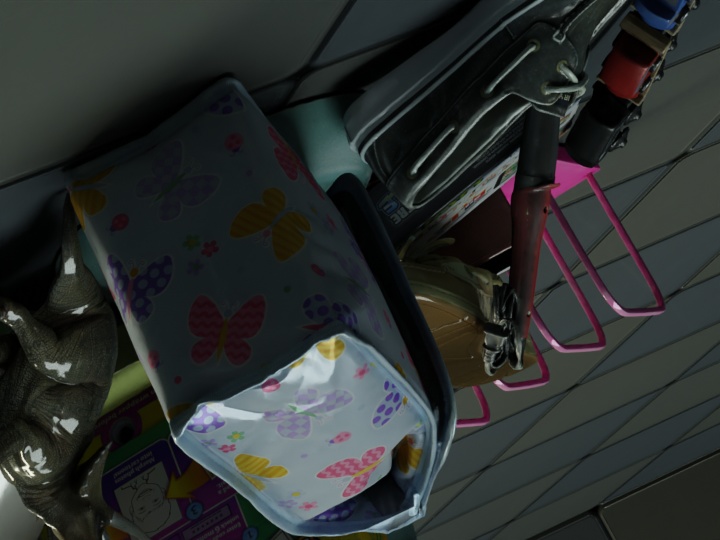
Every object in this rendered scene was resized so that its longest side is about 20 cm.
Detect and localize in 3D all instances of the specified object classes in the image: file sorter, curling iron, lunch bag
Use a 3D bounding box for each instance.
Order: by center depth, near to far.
[{"bbox_3d":[-0.036,0.026,1.470,0.127,0.170,0.200,-30,147,6],"label":"lunch bag"},{"bbox_3d":[0.094,-0.040,1.608,0.026,0.200,0.050,11,-179,6],"label":"curling iron"},{"bbox_3d":[0.078,0.023,1.927,0.200,0.125,0.139,-32,168,18],"label":"file sorter"}]

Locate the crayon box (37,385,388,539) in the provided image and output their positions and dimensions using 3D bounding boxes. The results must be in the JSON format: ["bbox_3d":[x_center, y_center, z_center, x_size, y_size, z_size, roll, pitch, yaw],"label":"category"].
[{"bbox_3d":[-0.093,0.149,1.579,0.200,0.173,0.058,-32,143,10],"label":"crayon box"}]

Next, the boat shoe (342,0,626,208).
[{"bbox_3d":[0.086,-0.106,1.523,0.200,0.071,0.072,-39,164,17],"label":"boat shoe"}]

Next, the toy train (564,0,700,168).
[{"bbox_3d":[0.151,-0.119,1.641,0.046,0.034,0.200,-46,168,-33],"label":"toy train"}]

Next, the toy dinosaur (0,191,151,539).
[{"bbox_3d":[-0.161,0.056,1.511,0.077,0.200,0.102,9,-172,42],"label":"toy dinosaur"}]

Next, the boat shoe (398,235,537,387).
[{"bbox_3d":[0.040,0.020,1.666,0.073,0.063,0.200,-19,163,15],"label":"boat shoe"}]

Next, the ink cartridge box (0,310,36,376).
[{"bbox_3d":[-0.243,0.074,1.613,0.146,0.048,0.200,-33,164,18],"label":"ink cartridge box"}]

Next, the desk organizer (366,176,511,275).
[{"bbox_3d":[0.000,0.000,1.773,0.200,0.077,0.072,-29,168,3],"label":"desk organizer"}]

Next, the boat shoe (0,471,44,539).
[{"bbox_3d":[-0.239,0.158,1.596,0.072,0.069,0.200,20,115,-35],"label":"boat shoe"}]

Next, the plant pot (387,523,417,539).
[{"bbox_3d":[-0.041,0.181,1.756,0.200,0.134,0.200,-47,162,-21],"label":"plant pot"}]

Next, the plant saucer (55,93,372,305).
[{"bbox_3d":[-0.068,-0.029,1.603,0.200,0.036,0.200,-28,168,-6],"label":"plant saucer"}]

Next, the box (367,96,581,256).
[{"bbox_3d":[0.036,-0.040,1.673,0.200,0.035,0.110,-39,174,-5],"label":"box"}]

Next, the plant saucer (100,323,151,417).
[{"bbox_3d":[-0.129,0.065,1.649,0.200,0.031,0.200,-28,167,-7],"label":"plant saucer"}]
